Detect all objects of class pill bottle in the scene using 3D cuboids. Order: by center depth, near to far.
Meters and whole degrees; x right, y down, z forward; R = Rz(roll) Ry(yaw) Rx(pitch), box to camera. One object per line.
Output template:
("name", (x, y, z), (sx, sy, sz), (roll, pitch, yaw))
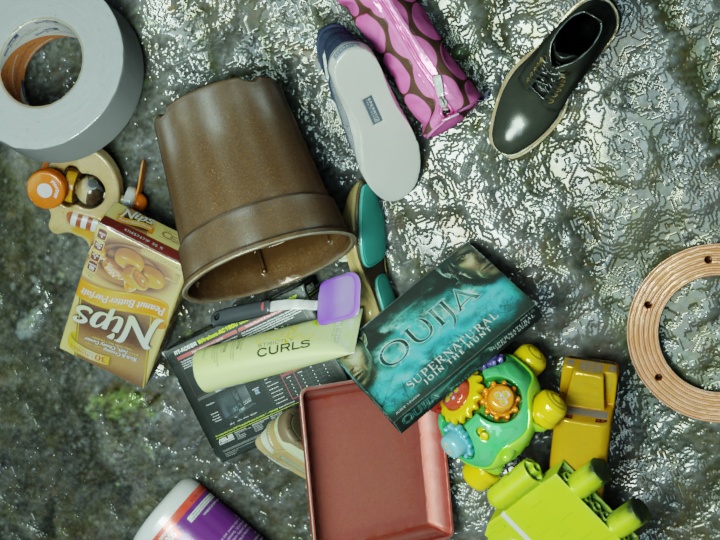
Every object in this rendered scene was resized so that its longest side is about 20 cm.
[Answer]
("pill bottle", (-0.167, 0.349, 1.847), (0.200, 0.112, 0.113), (39, 108, 4))

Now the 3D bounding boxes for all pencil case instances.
("pencil case", (0.052, -0.244, 1.677), (0.091, 0.094, 0.201), (-35, 91, 18))

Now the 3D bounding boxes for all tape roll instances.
("tape roll", (-0.350, -0.227, 1.761), (0.199, 0.066, 0.202), (-2, 79, 13))

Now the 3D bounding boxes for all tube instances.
("tube", (-0.091, 0.089, 1.735), (0.199, 0.052, 0.058), (-15, 75, 20))

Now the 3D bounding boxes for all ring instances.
("ring", (0.392, 0.068, 1.697), (0.199, 0.019, 0.202), (3, 101, 13))

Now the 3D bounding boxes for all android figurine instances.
("android figurine", (0.218, 0.290, 1.706), (0.182, 0.041, 0.200), (47, 123, -3))

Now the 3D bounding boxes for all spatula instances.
("spatula", (-0.085, 0.040, 1.736), (0.199, 0.021, 0.057), (-9, 64, 25))

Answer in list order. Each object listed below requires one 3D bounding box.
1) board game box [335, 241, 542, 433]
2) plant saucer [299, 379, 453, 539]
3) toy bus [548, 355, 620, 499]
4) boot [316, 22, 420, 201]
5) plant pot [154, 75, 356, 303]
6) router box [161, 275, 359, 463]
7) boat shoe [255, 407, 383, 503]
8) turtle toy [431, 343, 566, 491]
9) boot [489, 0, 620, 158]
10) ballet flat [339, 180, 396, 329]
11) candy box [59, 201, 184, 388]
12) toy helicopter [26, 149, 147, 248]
("board game box", (0.081, 0.070, 1.689), (0.200, 0.028, 0.135), (-39, 47, -7))
("plant saucer", (0.012, 0.219, 1.742), (0.037, 0.199, 0.201), (-4, 92, 52))
("toy bus", (0.244, 0.198, 1.720), (0.065, 0.078, 0.201), (8, 119, 12))
("boot", (0.008, -0.178, 1.721), (0.072, 0.090, 0.201), (-22, 123, -5))
("plant pot", (-0.127, -0.093, 1.699), (0.199, 0.200, 0.199), (-23, 76, 17))
("router box", (-0.110, 0.116, 1.810), (0.199, 0.062, 0.151), (-25, 95, 18))
("boat shoe", (-0.035, 0.228, 1.791), (0.200, 0.072, 0.076), (38, 128, -24))
("turtle toy", (0.130, 0.134, 1.705), (0.101, 0.201, 0.146), (27, 118, -32))
("boot", (0.192, -0.201, 1.627), (0.077, 0.138, 0.201), (33, 109, 5))
("ballet flat", (0.000, 0.000, 1.758), (0.063, 0.069, 0.201), (-7, 99, 29))
("candy box", (-0.268, 0.031, 1.799), (0.115, 0.055, 0.201), (26, 126, 2))
("toy helicopter", (-0.301, -0.054, 1.828), (0.131, 0.079, 0.201), (-12, 110, 9))
